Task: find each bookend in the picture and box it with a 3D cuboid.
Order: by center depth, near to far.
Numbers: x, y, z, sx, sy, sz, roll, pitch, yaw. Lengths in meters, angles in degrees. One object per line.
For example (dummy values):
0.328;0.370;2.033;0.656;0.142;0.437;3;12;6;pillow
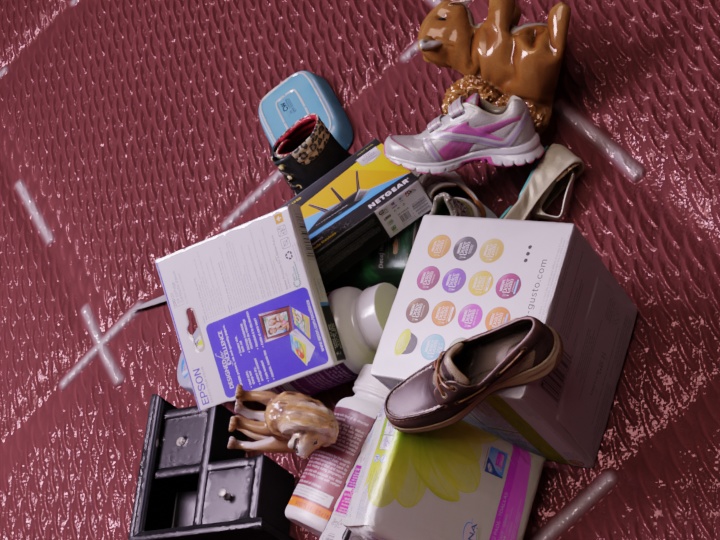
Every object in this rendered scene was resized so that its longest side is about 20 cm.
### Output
-0.173;0.251;1.667;0.198;0.092;0.201;-11;57;27;bookend

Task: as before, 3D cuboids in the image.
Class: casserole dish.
-0.086;-0.216;1.931;0.121;0.039;0.201;-35;48;10;casserole dish

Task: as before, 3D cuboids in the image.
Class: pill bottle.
0.004;0.220;1.555;0.113;0.114;0.201;15;73;38;pill bottle
-0.036;0.086;1.648;0.199;0.112;0.113;-22;52;32;pill bottle

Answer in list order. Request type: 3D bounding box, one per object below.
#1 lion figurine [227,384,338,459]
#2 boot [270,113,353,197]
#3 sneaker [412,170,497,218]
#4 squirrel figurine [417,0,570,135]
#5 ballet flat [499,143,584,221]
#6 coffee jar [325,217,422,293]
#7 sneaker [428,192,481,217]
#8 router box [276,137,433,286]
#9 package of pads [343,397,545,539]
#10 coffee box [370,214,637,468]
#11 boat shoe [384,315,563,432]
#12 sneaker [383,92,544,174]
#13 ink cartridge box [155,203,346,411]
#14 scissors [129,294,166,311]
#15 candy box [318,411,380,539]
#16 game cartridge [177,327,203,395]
-0.091;0.181;1.552;0.121;0.200;0.073;11;79;-4;lion figurine
-0.084;-0.098;1.775;0.203;0.154;0.074;-44;40;0;boot
0.101;-0.103;1.709;0.073;0.085;0.200;-51;47;-2;sneaker
0.159;-0.256;1.703;0.185;0.142;0.202;10;95;4;squirrel figurine
0.209;-0.066;1.632;0.069;0.069;0.201;25;78;41;ballet flat
0.000;0.000;1.710;0.198;0.085;0.105;-13;54;27;coffee jar
0.084;-0.004;1.579;0.076;0.089;0.202;5;75;27;sneaker
-0.024;-0.068;1.684;0.199;0.051;0.149;-36;33;-3;router box
0.090;0.240;1.427;0.068;0.199;0.156;-14;53;61;package of pads
0.162;0.077;1.479;0.196;0.200;0.201;6;67;37;coffee box
0.101;0.098;1.327;0.199;0.072;0.073;-24;54;22;boat shoe
0.125;-0.174;1.646;0.198;0.089;0.081;-6;18;7;sneaker
-0.134;0.047;1.605;0.198;0.043;0.200;-20;83;23;ink cartridge box
-0.247;0.032;1.901;0.199;0.014;0.074;-31;52;12;scissors
0.043;0.276;1.474;0.061;0.136;0.201;-7;55;63;candy box
-0.190;0.096;1.736;0.134;0.040;0.200;-60;14;3;game cartridge
